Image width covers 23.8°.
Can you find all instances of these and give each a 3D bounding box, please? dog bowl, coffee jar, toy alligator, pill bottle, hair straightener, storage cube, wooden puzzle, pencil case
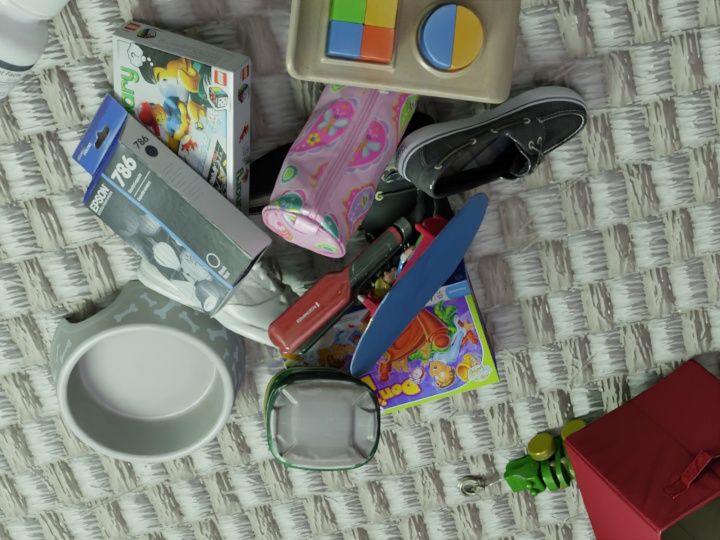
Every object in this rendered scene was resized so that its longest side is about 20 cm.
[{"bbox_3d":[-0.212,0.108,1.698,0.198,0.059,0.202,-2,126,-3],"label":"dog bowl"},{"bbox_3d":[-0.039,0.136,1.596,0.103,0.200,0.086,2,90,-4],"label":"coffee jar"},{"bbox_3d":[0.195,0.213,1.804,0.199,0.054,0.060,-25,123,13],"label":"toy alligator"},{"bbox_3d":[-0.333,-0.198,1.435,0.119,0.120,0.200,36,115,-26],"label":"pill bottle"},{"bbox_3d":[0.000,0.000,1.564,0.041,0.077,0.200,44,98,15],"label":"hair straightener"},{"bbox_3d":[0.336,0.229,1.722,0.170,0.180,0.201,-30,125,-11],"label":"storage cube"},{"bbox_3d":[0.044,-0.243,1.427,0.198,0.046,0.187,6,94,-11],"label":"wooden puzzle"},{"bbox_3d":[-0.010,-0.112,1.482,0.087,0.087,0.201,35,73,-25],"label":"pencil case"}]

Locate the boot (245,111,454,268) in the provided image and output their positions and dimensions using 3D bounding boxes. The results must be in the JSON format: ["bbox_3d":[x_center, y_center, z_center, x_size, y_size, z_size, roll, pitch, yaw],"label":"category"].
[{"bbox_3d":[-0.007,-0.052,1.593,0.202,0.074,0.155,-17,128,9],"label":"boot"}]

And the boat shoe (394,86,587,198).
[{"bbox_3d":[0.129,-0.109,1.524,0.198,0.066,0.070,-14,136,-27],"label":"boat shoe"}]

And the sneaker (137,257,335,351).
[{"bbox_3d":[-0.108,0.007,1.611,0.198,0.075,0.089,24,102,-1],"label":"sneaker"}]

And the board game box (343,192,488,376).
[{"bbox_3d":[0.040,0.002,1.524,0.039,0.200,0.158,36,157,12],"label":"board game box"}]

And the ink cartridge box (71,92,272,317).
[{"bbox_3d":[-0.180,-0.057,1.527,0.200,0.039,0.100,42,135,3],"label":"ink cartridge box"}]

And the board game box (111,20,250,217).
[{"bbox_3d":[-0.159,-0.113,1.527,0.125,0.035,0.202,19,128,21],"label":"board game box"}]

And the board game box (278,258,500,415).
[{"bbox_3d":[0.026,0.075,1.700,0.198,0.045,0.135,-16,125,7],"label":"board game box"}]
